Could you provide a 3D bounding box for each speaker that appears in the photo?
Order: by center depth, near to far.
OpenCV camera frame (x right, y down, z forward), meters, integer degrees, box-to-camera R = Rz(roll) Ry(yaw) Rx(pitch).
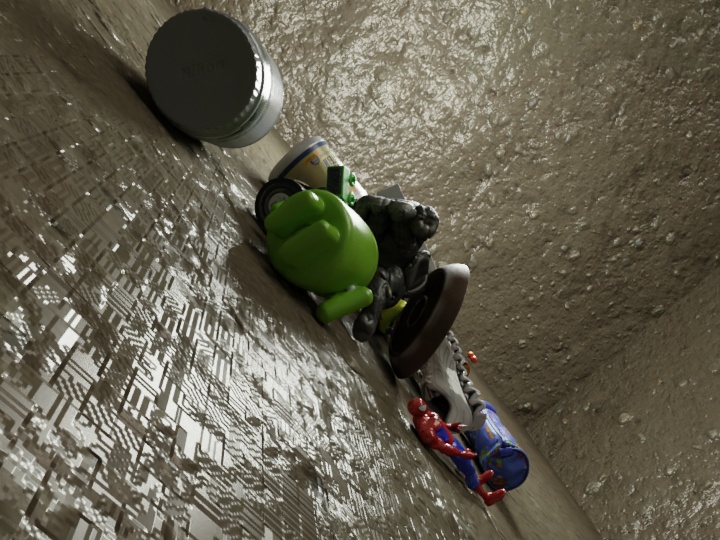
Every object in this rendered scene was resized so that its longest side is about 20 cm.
[{"bbox_3d":[-0.090,-0.077,0.986,0.082,0.081,0.200,51,5,13],"label":"speaker"}]

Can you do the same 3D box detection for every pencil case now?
[{"bbox_3d":[0.229,0.298,1.137,0.200,0.076,0.089,-113,-169,-75],"label":"pencil case"}]

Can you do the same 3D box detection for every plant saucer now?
[{"bbox_3d":[0.097,0.070,0.997,0.032,0.202,0.200,30,9,-10],"label":"plant saucer"}]

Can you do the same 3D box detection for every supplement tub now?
[{"bbox_3d":[-0.072,-0.146,1.281,0.201,0.144,0.144,50,5,1],"label":"supplement tub"}]

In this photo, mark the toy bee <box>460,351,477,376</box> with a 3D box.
[{"bbox_3d":[0.171,0.185,1.288,0.200,0.108,0.131,46,5,-45],"label":"toy bee"}]

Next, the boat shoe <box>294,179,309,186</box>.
[{"bbox_3d":[-0.077,-0.075,1.175,0.202,0.071,0.072,58,5,-10],"label":"boat shoe"}]

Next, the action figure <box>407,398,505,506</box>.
[{"bbox_3d":[0.124,0.234,0.861,0.200,0.051,0.066,46,10,-26],"label":"action figure"}]

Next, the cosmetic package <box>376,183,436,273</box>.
[{"bbox_3d":[0.087,-0.050,1.269,0.151,0.051,0.203,92,-25,-80],"label":"cosmetic package"}]

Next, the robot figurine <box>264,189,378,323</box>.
[{"bbox_3d":[-0.044,-0.029,0.820,0.177,0.115,0.200,60,10,20],"label":"robot figurine"}]

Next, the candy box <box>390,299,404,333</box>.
[{"bbox_3d":[0.043,0.039,1.361,0.201,0.077,0.170,49,7,-27],"label":"candy box"}]

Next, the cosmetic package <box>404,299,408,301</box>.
[{"bbox_3d":[0.128,0.142,1.170,0.084,0.050,0.202,88,-13,-46],"label":"cosmetic package"}]

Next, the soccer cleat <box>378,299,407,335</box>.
[{"bbox_3d":[0.049,0.069,1.177,0.085,0.064,0.200,64,-4,7],"label":"soccer cleat"}]

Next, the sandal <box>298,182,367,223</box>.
[{"bbox_3d":[-0.047,-0.118,1.100,0.197,0.043,0.076,25,-18,17],"label":"sandal"}]

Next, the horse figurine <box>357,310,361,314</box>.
[{"bbox_3d":[0.000,0.000,1.124,0.202,0.049,0.134,70,15,-44],"label":"horse figurine"}]

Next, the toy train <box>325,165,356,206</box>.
[{"bbox_3d":[-0.034,-0.060,0.977,0.056,0.041,0.205,16,75,-68],"label":"toy train"}]

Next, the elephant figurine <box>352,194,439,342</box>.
[{"bbox_3d":[0.040,-0.006,0.985,0.152,0.205,0.141,4,9,-30],"label":"elephant figurine"}]

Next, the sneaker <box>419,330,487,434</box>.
[{"bbox_3d":[0.126,0.164,1.033,0.203,0.080,0.076,66,-29,25],"label":"sneaker"}]

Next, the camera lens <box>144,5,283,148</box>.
[{"bbox_3d":[-0.193,-0.256,0.891,0.161,0.159,0.200,49,5,-4],"label":"camera lens"}]
